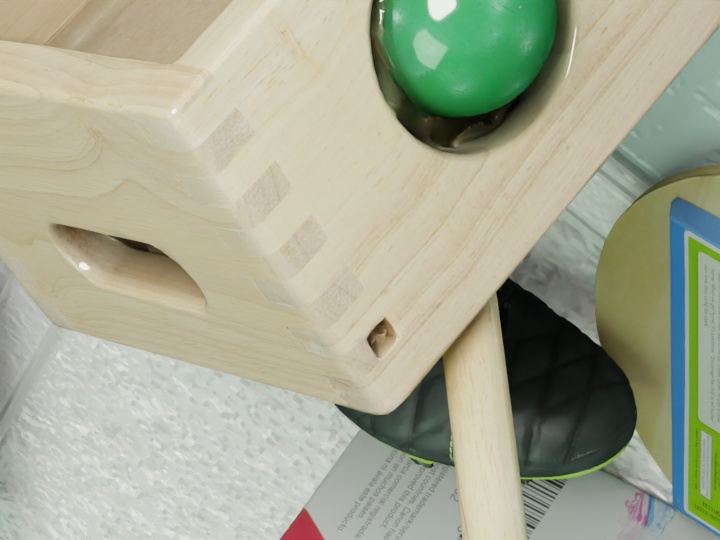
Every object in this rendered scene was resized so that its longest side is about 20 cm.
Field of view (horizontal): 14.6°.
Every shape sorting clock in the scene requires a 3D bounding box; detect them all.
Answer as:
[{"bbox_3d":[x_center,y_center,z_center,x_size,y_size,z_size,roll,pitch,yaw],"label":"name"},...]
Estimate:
[{"bbox_3d":[0.153,0.049,0.834,0.200,0.039,0.201,37,150,25],"label":"shape sorting clock"}]

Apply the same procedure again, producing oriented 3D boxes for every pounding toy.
[{"bbox_3d":[-0.002,-0.037,0.715,0.200,0.184,0.142,12,145,52],"label":"pounding toy"}]

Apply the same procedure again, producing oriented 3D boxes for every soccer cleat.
[{"bbox_3d":[0.000,0.000,0.893,0.199,0.068,0.081,30,143,23],"label":"soccer cleat"}]

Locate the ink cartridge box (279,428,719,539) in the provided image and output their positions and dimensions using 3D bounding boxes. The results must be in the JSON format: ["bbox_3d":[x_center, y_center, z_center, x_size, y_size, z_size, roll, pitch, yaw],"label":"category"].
[{"bbox_3d":[0.061,0.148,0.938,0.199,0.146,0.083,27,146,17],"label":"ink cartridge box"}]
